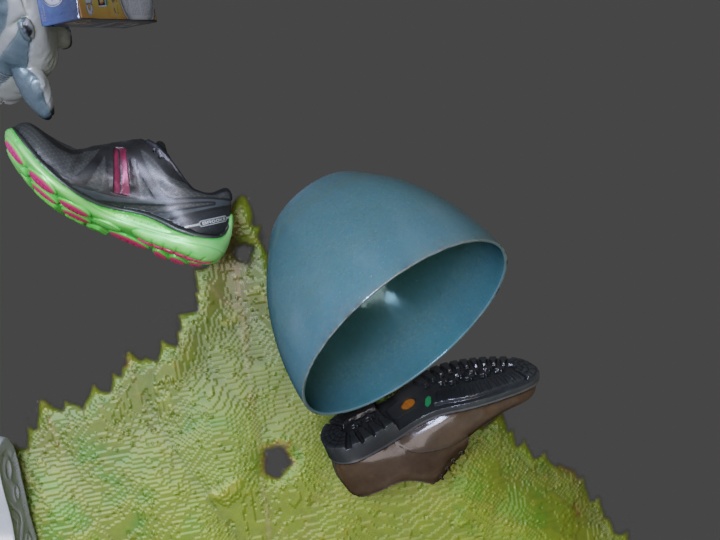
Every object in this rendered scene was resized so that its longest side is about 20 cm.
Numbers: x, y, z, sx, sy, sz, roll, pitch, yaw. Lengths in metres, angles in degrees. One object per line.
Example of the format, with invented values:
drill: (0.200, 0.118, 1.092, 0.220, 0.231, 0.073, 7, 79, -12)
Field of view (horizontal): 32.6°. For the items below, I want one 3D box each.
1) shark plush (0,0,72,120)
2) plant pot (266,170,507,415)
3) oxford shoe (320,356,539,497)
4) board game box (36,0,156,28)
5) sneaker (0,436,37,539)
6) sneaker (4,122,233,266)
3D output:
shark plush: (-0.276, -0.188, 0.920, 0.082, 0.201, 0.092, 4, 66, -1)
plant pot: (0.000, 0.000, 0.996, 0.199, 0.200, 0.135, -37, 65, -4)
oxford shoe: (0.068, 0.136, 1.074, 0.198, 0.073, 0.085, -23, 115, -3)
board game box: (-0.215, -0.289, 0.938, 0.034, 0.135, 0.203, -7, 98, 17)
sneaker: (-0.347, 0.234, 1.011, 0.144, 0.081, 0.203, -7, 101, 0)
sneaker: (-0.195, -0.072, 1.007, 0.198, 0.077, 0.085, 25, 75, -14)
